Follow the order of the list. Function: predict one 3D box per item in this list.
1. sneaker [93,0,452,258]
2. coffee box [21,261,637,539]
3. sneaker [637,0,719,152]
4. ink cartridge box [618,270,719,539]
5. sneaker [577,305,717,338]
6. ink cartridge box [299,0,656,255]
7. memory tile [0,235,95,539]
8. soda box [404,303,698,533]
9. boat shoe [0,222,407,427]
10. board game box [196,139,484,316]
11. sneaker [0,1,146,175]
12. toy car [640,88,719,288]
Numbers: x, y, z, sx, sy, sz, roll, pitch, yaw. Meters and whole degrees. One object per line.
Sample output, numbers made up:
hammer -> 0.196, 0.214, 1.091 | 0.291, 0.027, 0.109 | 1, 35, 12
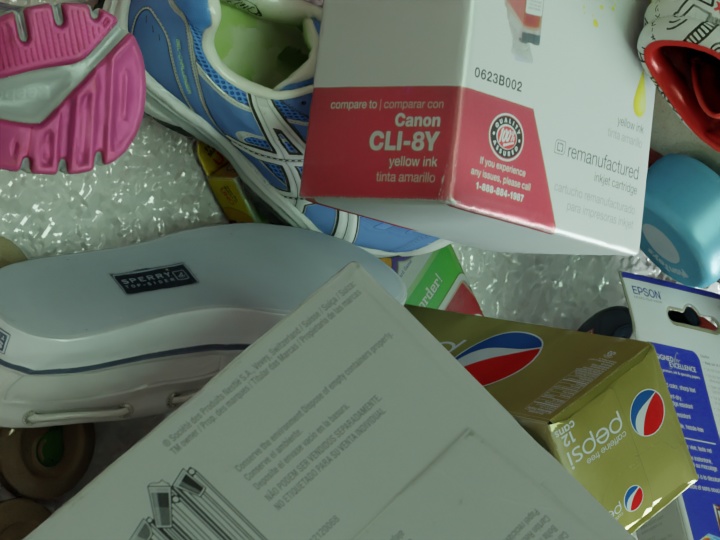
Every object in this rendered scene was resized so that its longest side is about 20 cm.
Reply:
sneaker -> -0.022, -0.066, 1.073 | 0.199, 0.077, 0.076 | 30, 66, -29
coffee box -> -0.023, 0.165, 0.978 | 0.200, 0.198, 0.199 | 44, 54, 11
sneaker -> 0.205, -0.079, 1.089 | 0.201, 0.067, 0.108 | 36, 64, -22
ink cartridge box -> 0.165, 0.102, 1.158 | 0.094, 0.037, 0.201 | 12, 58, -41
sneaker -> 0.120, 0.068, 1.226 | 0.200, 0.075, 0.085 | -22, 72, -50
ink cartridge box -> 0.059, -0.116, 1.052 | 0.145, 0.083, 0.201 | 13, 82, -50
memory tile -> -0.187, 0.050, 1.006 | 0.199, 0.017, 0.154 | 23, 78, -39
soda box -> 0.048, 0.064, 1.057 | 0.064, 0.200, 0.068 | -33, 113, -28
boat shoe -> -0.075, 0.027, 1.049 | 0.199, 0.074, 0.066 | -3, 129, -29
board game box -> 0.000, 0.000, 1.158 | 0.095, 0.030, 0.201 | -41, 115, -31
sneaker -> -0.188, -0.069, 0.958 | 0.199, 0.088, 0.082 | 3, 94, -18
toy car -> 0.188, -0.059, 1.259 | 0.184, 0.177, 0.200 | -43, 149, -15
